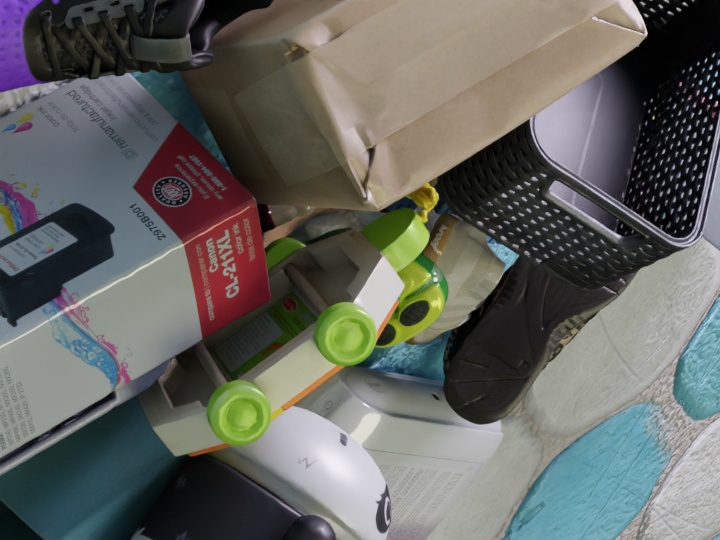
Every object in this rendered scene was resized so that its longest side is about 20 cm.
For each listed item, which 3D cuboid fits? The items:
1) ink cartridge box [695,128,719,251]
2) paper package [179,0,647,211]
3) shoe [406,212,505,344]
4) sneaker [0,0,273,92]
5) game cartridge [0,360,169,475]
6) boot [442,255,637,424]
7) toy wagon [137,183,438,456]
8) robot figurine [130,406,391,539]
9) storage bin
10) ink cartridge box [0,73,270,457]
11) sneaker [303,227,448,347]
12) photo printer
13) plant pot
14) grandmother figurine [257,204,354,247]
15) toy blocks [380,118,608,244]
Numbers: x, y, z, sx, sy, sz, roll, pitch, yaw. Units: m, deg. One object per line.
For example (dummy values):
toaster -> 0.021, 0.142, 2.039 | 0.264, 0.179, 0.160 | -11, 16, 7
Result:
ink cartridge box -> 0.300, -0.061, 1.502 | 0.200, 0.145, 0.083 | 15, 112, -53
paper package -> 0.020, -0.119, 1.069 | 0.191, 0.200, 0.104 | -32, 104, -18
shoe -> 0.063, 0.015, 1.344 | 0.200, 0.053, 0.070 | 96, 14, -77
sneaker -> -0.127, -0.130, 0.998 | 0.200, 0.100, 0.070 | -30, 142, -24
game cartridge -> -0.216, 0.074, 1.095 | 0.200, 0.133, 0.041 | -30, 120, -20
boot -> 0.128, 0.021, 1.418 | 0.200, 0.073, 0.151 | -54, -179, -1
toy wagon -> -0.032, 0.024, 1.084 | 0.200, 0.155, 0.040 | -36, 111, -3
robot figurine -> -0.068, 0.172, 1.120 | 0.200, 0.150, 0.125 | -55, 142, -12
storage bin -> 0.143, -0.105, 1.205 | 0.135, 0.200, 0.094 | 31, 148, -22
ink cartridge box -> -0.171, -0.003, 1.046 | 0.200, 0.146, 0.083 | -31, 144, -22
sneaker -> 0.000, 0.000, 1.232 | 0.084, 0.200, 0.074 | -33, 104, -23
photo printer -> -0.004, 0.150, 1.464 | 0.200, 0.069, 0.166 | 13, 119, -53
plant pot -> -0.144, 0.114, 1.217 | 0.200, 0.141, 0.141 | -35, 147, -28
grandmother figurine -> -0.075, -0.027, 1.190 | 0.200, 0.061, 0.121 | -26, 170, -38
toy blocks -> 0.100, -0.076, 1.331 | 0.200, 0.100, 0.137 | 0, 138, -47
